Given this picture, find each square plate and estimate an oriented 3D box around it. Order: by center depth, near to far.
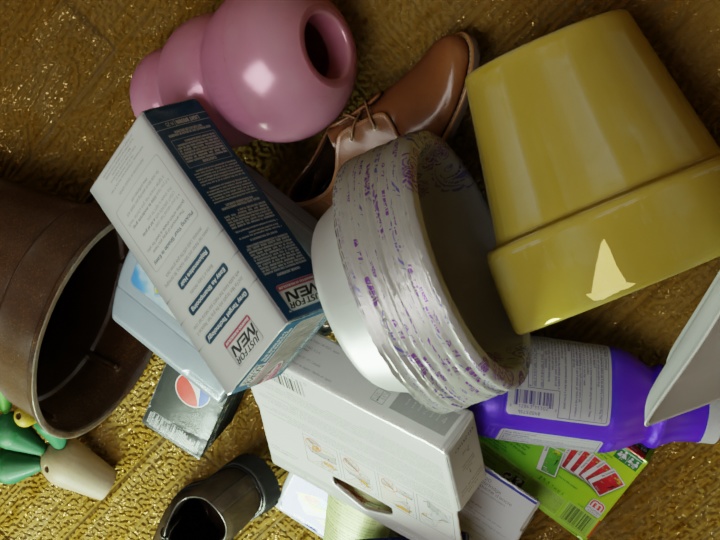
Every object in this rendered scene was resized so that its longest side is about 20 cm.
[{"bbox_3d":[0.296,0.013,1.522,0.028,0.198,0.200,46,128,27],"label":"square plate"}]

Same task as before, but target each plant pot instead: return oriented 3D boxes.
[{"bbox_3d":[0.167,-0.076,1.538,0.200,0.201,0.189,-24,88,32],"label":"plant pot"},{"bbox_3d":[-0.292,0.010,1.797,0.198,0.200,0.201,23,123,21],"label":"plant pot"}]

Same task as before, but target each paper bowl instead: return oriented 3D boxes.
[{"bbox_3d":[0.038,0.008,1.555,0.104,0.201,0.201,-23,104,19],"label":"paper bowl"}]

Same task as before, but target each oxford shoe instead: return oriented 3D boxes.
[{"bbox_3d":[0.017,-0.107,1.634,0.071,0.071,0.200,22,119,-34],"label":"oxford shoe"},{"bbox_3d":[-0.151,0.229,1.888,0.073,0.084,0.200,49,140,9],"label":"oxford shoe"}]

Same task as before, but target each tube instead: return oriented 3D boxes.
[{"bbox_3d":[-0.001,0.209,1.778,0.058,0.052,0.200,0,129,-10],"label":"tube"}]

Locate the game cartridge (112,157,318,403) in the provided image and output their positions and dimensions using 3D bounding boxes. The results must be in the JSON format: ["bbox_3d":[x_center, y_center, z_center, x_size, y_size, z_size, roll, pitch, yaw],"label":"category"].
[{"bbox_3d":[-0.119,0.003,1.704,0.133,0.040,0.200,40,128,7],"label":"game cartridge"}]

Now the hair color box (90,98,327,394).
[{"bbox_3d":[-0.111,-0.019,1.599,0.200,0.060,0.100,55,134,16],"label":"hair color box"}]

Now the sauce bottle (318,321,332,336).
[{"bbox_3d":[0.000,0.000,1.722,0.066,0.066,0.200,47,124,-4],"label":"sauce bottle"}]

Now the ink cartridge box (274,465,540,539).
[{"bbox_3d":[0.043,0.185,1.790,0.197,0.047,0.200,34,134,8],"label":"ink cartridge box"}]

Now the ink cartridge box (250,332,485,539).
[{"bbox_3d":[0.005,0.131,1.676,0.200,0.045,0.176,26,152,26],"label":"ink cartridge box"}]

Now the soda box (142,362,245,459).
[{"bbox_3d":[-0.116,0.058,1.801,0.063,0.071,0.200,31,124,7],"label":"soda box"}]

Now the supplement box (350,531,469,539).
[{"bbox_3d":[0.044,0.321,1.766,0.109,0.109,0.200,-4,136,2],"label":"supplement box"}]

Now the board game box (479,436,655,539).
[{"bbox_3d":[0.132,0.118,1.731,0.200,0.048,0.102,35,124,4],"label":"board game box"}]

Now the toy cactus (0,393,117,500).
[{"bbox_3d":[-0.298,0.152,1.938,0.165,0.102,0.200,32,124,-16],"label":"toy cactus"}]

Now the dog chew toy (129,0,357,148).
[{"bbox_3d":[-0.100,-0.151,1.662,0.200,0.125,0.125,-13,109,38],"label":"dog chew toy"}]

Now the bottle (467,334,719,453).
[{"bbox_3d":[0.181,0.098,1.652,0.199,0.084,0.065,8,151,-7],"label":"bottle"}]
